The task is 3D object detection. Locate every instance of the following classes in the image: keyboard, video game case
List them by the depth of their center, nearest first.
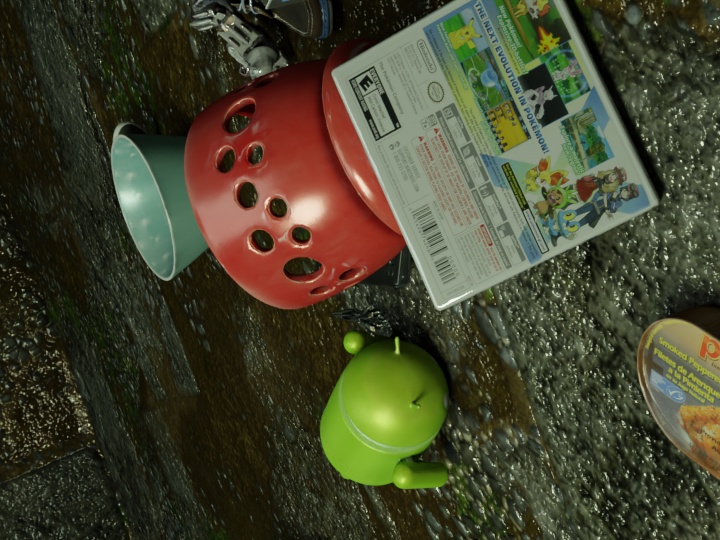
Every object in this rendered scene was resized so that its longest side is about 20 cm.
[{"bbox_3d":[0.095,-0.099,0.884,0.202,0.181,0.022,66,-162,6],"label":"video game case"},{"bbox_3d":[0.000,0.000,1.261,0.199,0.020,0.129,6,90,64],"label":"keyboard"}]

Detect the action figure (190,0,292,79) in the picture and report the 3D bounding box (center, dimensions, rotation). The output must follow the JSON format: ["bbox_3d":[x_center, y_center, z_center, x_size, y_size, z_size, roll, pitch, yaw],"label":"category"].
[{"bbox_3d":[-0.135,-0.260,1.288,0.130,0.069,0.201,51,-172,-51],"label":"action figure"}]

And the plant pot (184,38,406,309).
[{"bbox_3d":[-0.024,-0.090,1.033,0.181,0.200,0.203,-26,85,33],"label":"plant pot"}]

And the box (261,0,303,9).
[{"bbox_3d":[0.034,-0.256,0.822,0.050,0.198,0.158,68,154,10],"label":"box"}]

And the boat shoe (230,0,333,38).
[{"bbox_3d":[-0.099,-0.288,1.210,0.200,0.072,0.073,48,148,37],"label":"boat shoe"}]

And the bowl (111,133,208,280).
[{"bbox_3d":[-0.248,-0.099,1.618,0.201,0.104,0.203,43,144,42],"label":"bowl"}]

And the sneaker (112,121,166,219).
[{"bbox_3d":[-0.291,-0.120,1.736,0.099,0.070,0.202,15,128,58],"label":"sneaker"}]

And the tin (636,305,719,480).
[{"bbox_3d":[0.269,0.099,0.816,0.200,0.042,0.113,40,147,46],"label":"tin"}]

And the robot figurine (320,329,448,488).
[{"bbox_3d":[0.024,0.149,1.252,0.201,0.114,0.177,114,141,-56],"label":"robot figurine"}]
